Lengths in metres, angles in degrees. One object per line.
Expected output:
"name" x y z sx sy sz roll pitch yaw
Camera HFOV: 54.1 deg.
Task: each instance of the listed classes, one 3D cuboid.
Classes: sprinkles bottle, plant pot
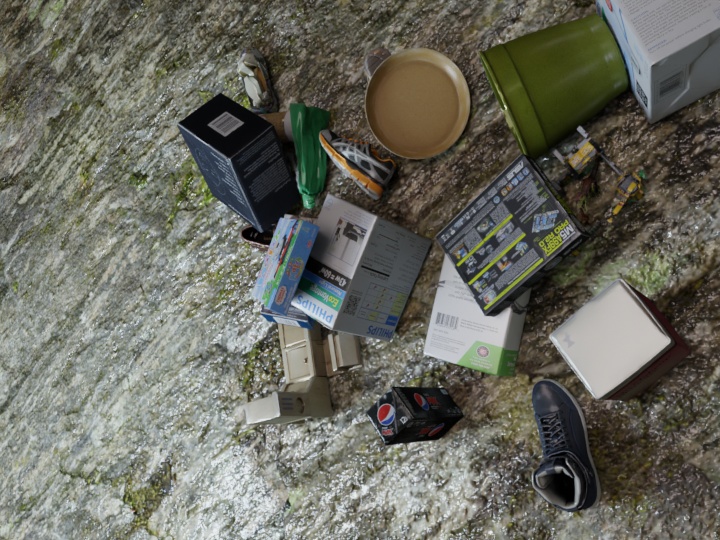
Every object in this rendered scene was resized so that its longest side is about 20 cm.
"sprinkles bottle" -0.200 -0.305 1.529 0.195 0.068 0.070 0 82 33
"plant pot" 0.105 -0.307 1.309 0.194 0.027 0.207 0 89 2
"plant pot" 0.316 -0.304 1.135 0.189 0.200 0.205 -25 69 14

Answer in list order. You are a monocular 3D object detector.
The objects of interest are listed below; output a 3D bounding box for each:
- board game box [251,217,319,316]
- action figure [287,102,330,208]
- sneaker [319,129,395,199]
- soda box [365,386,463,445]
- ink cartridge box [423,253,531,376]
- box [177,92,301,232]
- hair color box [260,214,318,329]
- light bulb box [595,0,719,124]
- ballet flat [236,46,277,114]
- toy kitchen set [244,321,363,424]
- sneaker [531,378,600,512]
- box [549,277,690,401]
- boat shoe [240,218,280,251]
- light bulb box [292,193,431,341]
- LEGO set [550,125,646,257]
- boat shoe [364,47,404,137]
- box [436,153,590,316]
"board game box" -0.134 -0.013 1.223 0.155 0.036 0.200 -70 17 -2
"action figure" -0.107 -0.230 1.446 0.054 0.116 0.207 -1 90 45
"sneaker" -0.007 -0.223 1.393 0.077 0.078 0.200 -47 63 2
"soda box" 0.093 0.239 1.167 0.071 0.198 0.064 -46 61 17
"ink cartridge box" 0.203 0.061 1.194 0.143 0.083 0.206 13 89 33
"box" -0.245 -0.220 1.440 0.123 0.199 0.199 -39 51 -20
"hair color box" -0.119 0.001 1.361 0.097 0.061 0.206 8 72 11
"light bulb box" 0.439 -0.365 1.039 0.122 0.198 0.204 -25 68 15
"ballet flat" -0.240 -0.432 1.576 0.071 0.071 0.204 -33 66 24
"toy kitchen set" -0.108 0.171 1.322 0.160 0.179 0.206 -19 72 27
"sneaker" 0.296 0.260 1.066 0.076 0.145 0.207 -28 66 27
"box" 0.375 0.105 1.006 0.128 0.198 0.110 -43 62 19
"boat shoe" -0.161 -0.070 1.464 0.195 0.070 0.073 -3 76 31
"light bulb box" 0.000 0.000 1.260 0.123 0.196 0.205 26 95 36
"LEGO set" 0.341 -0.125 1.116 0.199 0.115 0.156 -37 64 23
"boat shoe" 0.062 -0.324 1.364 0.074 0.072 0.206 -16 88 -5
"box" 0.232 -0.053 1.106 0.200 0.044 0.162 -44 62 26
